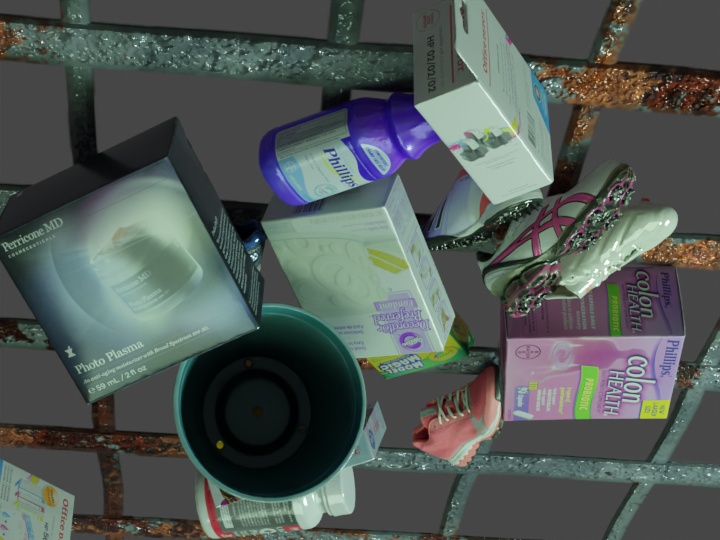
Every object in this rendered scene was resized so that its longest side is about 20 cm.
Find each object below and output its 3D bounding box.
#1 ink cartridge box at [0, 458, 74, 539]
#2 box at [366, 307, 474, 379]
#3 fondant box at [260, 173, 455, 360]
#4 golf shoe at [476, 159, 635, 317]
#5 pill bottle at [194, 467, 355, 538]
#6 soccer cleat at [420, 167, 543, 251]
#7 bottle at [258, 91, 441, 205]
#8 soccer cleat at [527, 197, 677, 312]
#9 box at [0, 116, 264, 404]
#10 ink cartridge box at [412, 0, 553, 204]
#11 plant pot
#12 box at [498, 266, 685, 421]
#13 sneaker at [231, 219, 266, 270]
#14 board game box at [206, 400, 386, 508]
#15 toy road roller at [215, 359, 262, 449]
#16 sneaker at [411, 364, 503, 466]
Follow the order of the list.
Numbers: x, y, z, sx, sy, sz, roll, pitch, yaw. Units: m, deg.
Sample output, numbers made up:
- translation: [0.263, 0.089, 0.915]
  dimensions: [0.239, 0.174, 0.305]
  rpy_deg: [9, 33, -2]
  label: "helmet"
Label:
- translation: [-0.493, 0.356, 2.084]
  dimensions: [0.124, 0.130, 0.199]
  rpy_deg: [-25, 138, 31]
  label: "ink cartridge box"
- translation: [0.044, 0.060, 1.742]
  dimensions: [0.116, 0.049, 0.200]
  rpy_deg: [-17, 142, 24]
  label: "box"
- translation: [0.000, 0.000, 1.591]
  dimensions: [0.142, 0.059, 0.201]
  rpy_deg: [-6, 130, 24]
  label: "fondant box"
- translation: [0.197, -0.049, 1.564]
  dimensions: [0.200, 0.092, 0.072]
  rpy_deg: [-47, 154, 20]
  label: "golf shoe"
- translation: [-0.111, 0.290, 2.003]
  dimensions: [0.197, 0.112, 0.111]
  rpy_deg: [-8, 144, 12]
  label: "pill bottle"
- translation: [0.116, -0.071, 1.558]
  dimensions: [0.067, 0.074, 0.200]
  rpy_deg: [-10, 170, -30]
  label: "soccer cleat"
- translation: [0.001, -0.125, 1.470]
  dimensions: [0.198, 0.066, 0.084]
  rpy_deg: [-17, 140, 22]
  label: "bottle"
- translation: [0.249, -0.011, 1.613]
  dimensions: [0.198, 0.078, 0.069]
  rpy_deg: [-22, 139, 27]
  label: "soccer cleat"
- translation: [-0.226, -0.009, 1.492]
  dimensions: [0.198, 0.124, 0.200]
  rpy_deg: [-24, 112, 9]
  label: "box"
- translation: [0.102, -0.168, 1.368]
  dimensions: [0.067, 0.116, 0.200]
  rpy_deg: [-18, 139, 24]
  label: "ink cartridge box"
- translation: [-0.106, 0.147, 1.625]
  dimensions: [0.197, 0.203, 0.188]
  rpy_deg: [6, 170, -8]
  label: "plant pot"
- translation: [0.259, 0.086, 1.731]
  dimensions: [0.197, 0.098, 0.177]
  rpy_deg: [-2, 144, 2]
  label: "box"
- translation: [-0.188, -0.051, 1.582]
  dimensions: [0.198, 0.078, 0.086]
  rpy_deg: [17, 125, -18]
  label: "sneaker"
- translation: [-0.073, 0.220, 1.840]
  dimensions: [0.197, 0.042, 0.200]
  rpy_deg: [-18, -177, 5]
  label: "board game box"
- translation: [-0.153, 0.169, 1.806]
  dimensions: [0.121, 0.148, 0.201]
  rpy_deg: [5, 144, -6]
  label: "toy road roller"
- translation: [0.121, 0.183, 1.886]
  dimensions: [0.086, 0.075, 0.201]
  rpy_deg: [12, 143, -13]
  label: "sneaker"
